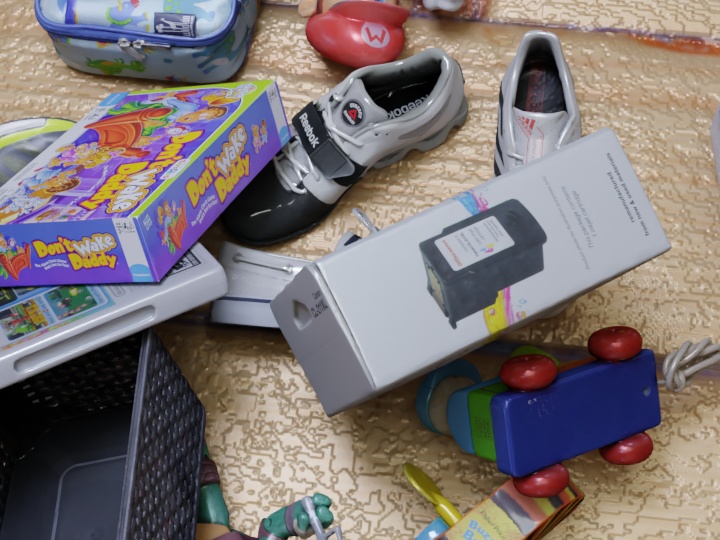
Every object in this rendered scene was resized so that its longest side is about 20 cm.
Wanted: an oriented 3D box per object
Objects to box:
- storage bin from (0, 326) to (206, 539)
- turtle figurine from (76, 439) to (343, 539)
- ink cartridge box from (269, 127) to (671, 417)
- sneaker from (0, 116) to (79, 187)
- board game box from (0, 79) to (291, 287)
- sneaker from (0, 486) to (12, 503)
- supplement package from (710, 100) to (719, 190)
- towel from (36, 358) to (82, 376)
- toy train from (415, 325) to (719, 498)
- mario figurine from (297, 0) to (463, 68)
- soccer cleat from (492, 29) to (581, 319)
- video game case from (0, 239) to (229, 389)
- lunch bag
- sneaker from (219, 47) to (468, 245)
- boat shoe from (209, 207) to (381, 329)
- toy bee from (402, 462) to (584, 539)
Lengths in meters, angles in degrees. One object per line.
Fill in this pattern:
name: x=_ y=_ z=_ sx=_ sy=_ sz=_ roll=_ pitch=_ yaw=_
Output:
storage bin: x=-0.176 y=0.135 z=0.942 sx=0.135 sy=0.094 sz=0.200 roll=-12 pitch=45 yaw=13
turtle figurine: x=-0.096 y=0.181 z=0.998 sx=0.150 sy=0.101 sz=0.200 roll=-28 pitch=54 yaw=-22
ink cartridge box: x=0.061 y=0.005 z=0.953 sx=0.200 sy=0.146 sz=0.083 roll=-25 pitch=85 yaw=-16
sneaker: x=-0.267 y=-0.040 z=1.114 sx=0.200 sy=0.074 sz=0.081 roll=-29 pitch=80 yaw=0
board game box: x=-0.147 y=-0.059 z=1.026 sx=0.134 sy=0.045 sz=0.200 roll=-2 pitch=29 yaw=25
sneaker: x=-0.286 y=0.156 z=1.025 sx=0.200 sy=0.088 sz=0.076 roll=6 pitch=70 yaw=6
supplement package: x=0.346 y=-0.078 z=1.054 sx=0.200 sy=0.114 sz=0.110 roll=-4 pitch=70 yaw=1
towel: x=-0.251 y=0.042 z=1.060 sx=0.200 sy=0.049 sz=0.112 roll=-21 pitch=30 yaw=-6
toy train: x=0.142 y=0.073 z=1.025 sx=0.200 sy=0.116 sz=0.085 roll=-15 pitch=104 yaw=-32
mario figurine: x=0.004 y=-0.238 z=1.138 sx=0.123 sy=0.106 sz=0.200 roll=-14 pitch=62 yaw=21
soccer cleat: x=0.120 y=-0.068 z=1.081 sx=0.069 sy=0.085 sz=0.200 roll=2 pitch=70 yaw=5
video game case: x=-0.197 y=0.007 z=1.002 sx=0.182 sy=0.024 sz=0.200 roll=-23 pitch=27 yaw=-15
lunch bag: x=-0.149 y=-0.239 z=1.168 sx=0.161 sy=0.082 sz=0.200 roll=8 pitch=69 yaw=10
sneaker: x=-0.017 y=-0.095 z=1.101 sx=0.200 sy=0.089 sz=0.074 roll=-35 pitch=73 yaw=-7
boat shoe: x=0.000 y=0.000 z=1.068 sx=0.202 sy=0.075 sz=0.086 roll=3 pitch=87 yaw=12
toy bee: x=0.063 y=0.188 z=0.978 sx=0.131 sy=0.109 sz=0.200 roll=26 pitch=73 yaw=12
